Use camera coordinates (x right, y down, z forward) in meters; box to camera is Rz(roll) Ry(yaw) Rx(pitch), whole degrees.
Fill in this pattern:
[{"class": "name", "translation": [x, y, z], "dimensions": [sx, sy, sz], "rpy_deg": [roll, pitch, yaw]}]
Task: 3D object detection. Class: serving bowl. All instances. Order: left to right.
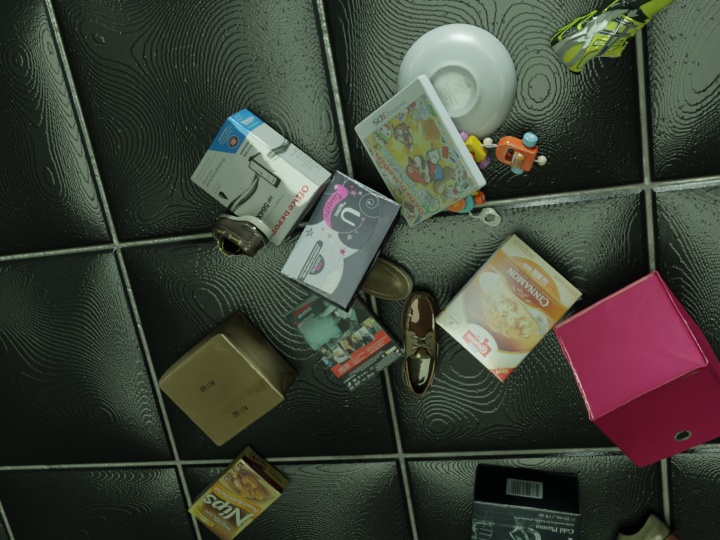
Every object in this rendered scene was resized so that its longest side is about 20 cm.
[{"class": "serving bowl", "translation": [0.154, -0.297, 1.287], "dimensions": [0.199, 0.066, 0.201], "rpy_deg": [4, 111, 11]}]

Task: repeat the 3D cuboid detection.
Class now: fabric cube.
[{"class": "fabric cube", "translation": [0.466, 0.164, 1.275], "dimensions": [0.196, 0.200, 0.199], "rpy_deg": [-31, 132, 21]}]

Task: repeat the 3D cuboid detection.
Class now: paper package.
[{"class": "paper package", "translation": [-0.260, 0.216, 1.555], "dimensions": [0.200, 0.104, 0.191], "rpy_deg": [-39, 99, 22]}]

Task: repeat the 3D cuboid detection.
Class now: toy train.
[{"class": "toy train", "translation": [0.206, -0.148, 1.298], "dimensions": [0.150, 0.056, 0.200], "rpy_deg": [24, 134, 3]}]

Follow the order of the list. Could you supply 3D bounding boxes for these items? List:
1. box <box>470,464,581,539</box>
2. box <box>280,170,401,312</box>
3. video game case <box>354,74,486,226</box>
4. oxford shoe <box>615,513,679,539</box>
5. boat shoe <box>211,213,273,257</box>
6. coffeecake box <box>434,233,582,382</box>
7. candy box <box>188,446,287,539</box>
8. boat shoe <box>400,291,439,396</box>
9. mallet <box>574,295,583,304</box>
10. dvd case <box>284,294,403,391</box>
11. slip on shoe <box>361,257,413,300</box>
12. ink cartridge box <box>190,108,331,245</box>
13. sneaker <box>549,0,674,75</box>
[{"class": "box", "translation": [0.314, 0.499, 1.518], "dimensions": [0.199, 0.124, 0.197], "rpy_deg": [4, 113, 12]}, {"class": "box", "translation": [-0.032, -0.047, 1.351], "dimensions": [0.132, 0.115, 0.200], "rpy_deg": [28, 84, 4]}, {"class": "video game case", "translation": [0.094, -0.191, 1.303], "dimensions": [0.182, 0.023, 0.200], "rpy_deg": [-28, 92, 50]}, {"class": "oxford shoe", "translation": [0.518, 0.542, 1.527], "dimensions": [0.200, 0.070, 0.075], "rpy_deg": [-47, 68, 25]}, {"class": "boat shoe", "translation": [-0.224, -0.057, 1.408], "dimensions": [0.072, 0.200, 0.060], "rpy_deg": [45, 70, -26]}, {"class": "coffeecake box", "translation": [0.249, 0.063, 1.350], "dimensions": [0.153, 0.073, 0.200], "rpy_deg": [42, 92, 3]}, {"class": "candy box", "translation": [-0.261, 0.479, 1.679], "dimensions": [0.115, 0.055, 0.200], "rpy_deg": [42, 113, -4]}, {"class": "boat shoe", "translation": [0.113, 0.137, 1.446], "dimensions": [0.075, 0.072, 0.201], "rpy_deg": [-3, 108, -2]}, {"class": "mallet", "translation": [0.300, 0.092, 1.397], "dimensions": [0.200, 0.066, 0.041], "rpy_deg": [-22, 116, 19]}, {"class": "dvd case", "translation": [-0.029, 0.120, 1.510], "dimensions": [0.146, 0.022, 0.200], "rpy_deg": [-38, 99, 22]}, {"class": "slip on shoe", "translation": [0.000, 0.000, 1.436], "dimensions": [0.200, 0.061, 0.076], "rpy_deg": [31, 114, 1]}, {"class": "ink cartridge box", "translation": [-0.175, -0.165, 1.402], "dimensions": [0.200, 0.084, 0.146], "rpy_deg": [37, 114, -2]}, {"class": "sneaker", "translation": [0.394, -0.374, 1.205], "dimensions": [0.200, 0.075, 0.076], "rpy_deg": [-24, 111, 31]}]
